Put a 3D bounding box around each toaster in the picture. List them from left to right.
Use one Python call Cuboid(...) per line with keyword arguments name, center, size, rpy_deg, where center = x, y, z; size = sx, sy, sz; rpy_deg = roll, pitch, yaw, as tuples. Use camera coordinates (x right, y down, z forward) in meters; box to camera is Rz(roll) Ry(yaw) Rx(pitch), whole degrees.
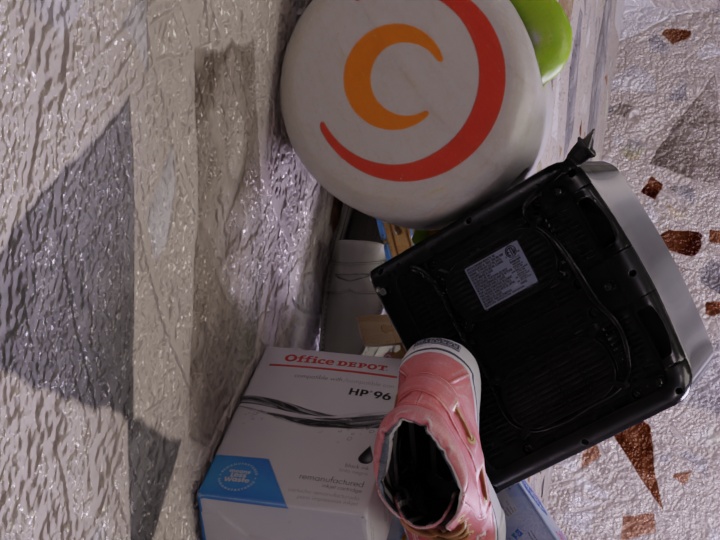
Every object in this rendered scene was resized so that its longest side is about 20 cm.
Cuboid(name="toaster", center=(0.133, 0.029, 1.067), size=(0.182, 0.199, 0.119), rpy_deg=(61, 24, 5))

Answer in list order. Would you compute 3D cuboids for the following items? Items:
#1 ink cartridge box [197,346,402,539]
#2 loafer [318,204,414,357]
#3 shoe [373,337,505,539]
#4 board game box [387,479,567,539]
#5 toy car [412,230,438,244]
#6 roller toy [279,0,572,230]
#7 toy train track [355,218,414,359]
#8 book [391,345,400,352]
Cuboid(name="ink cartridge box", center=(-0.026, 0.117, 1.065), size=(0.200, 0.115, 0.068), rpy_deg=(-68, 159, -53))
Cuboid(name="loafer", center=(0.000, 0.000, 1.246), size=(0.070, 0.069, 0.201), rpy_deg=(52, 42, -50))
Cuboid(name="shoe", center=(0.048, 0.150, 0.999), size=(0.091, 0.071, 0.201), rpy_deg=(-60, 148, -56))
Cuboid(name="board game box", center=(0.059, 0.238, 1.108), size=(0.041, 0.199, 0.200), rpy_deg=(42, 11, -43))
Cuboid(name="toy car", center=(0.093, -0.003, 1.366), size=(0.200, 0.149, 0.176), rpy_deg=(137, -33, -62))
Cuboid(name="roller toy", center=(0.041, -0.124, 1.103), size=(0.140, 0.199, 0.184), rpy_deg=(13, 95, -76))
Cuboid(name="toy train track", center=(0.030, 0.008, 1.201), size=(0.033, 0.114, 0.201), rpy_deg=(-36, -118, 51))
Cuboid(name="book", center=(0.004, 0.161, 1.248), size=(0.134, 0.048, 0.201), rpy_deg=(-72, -179, -59))
